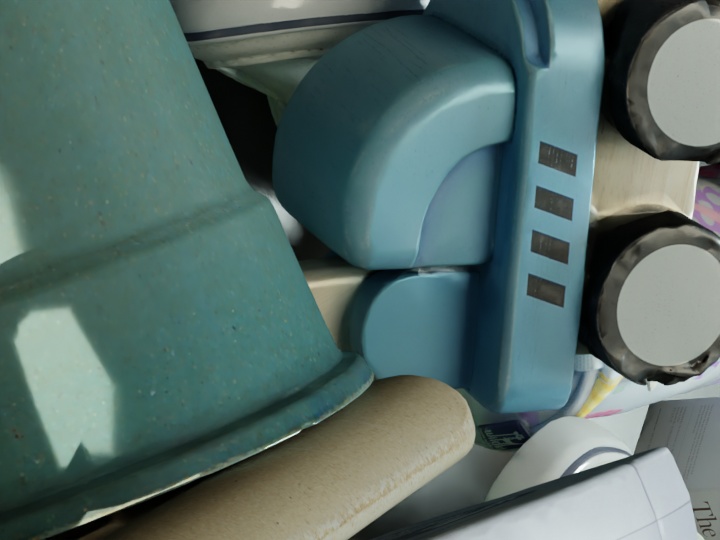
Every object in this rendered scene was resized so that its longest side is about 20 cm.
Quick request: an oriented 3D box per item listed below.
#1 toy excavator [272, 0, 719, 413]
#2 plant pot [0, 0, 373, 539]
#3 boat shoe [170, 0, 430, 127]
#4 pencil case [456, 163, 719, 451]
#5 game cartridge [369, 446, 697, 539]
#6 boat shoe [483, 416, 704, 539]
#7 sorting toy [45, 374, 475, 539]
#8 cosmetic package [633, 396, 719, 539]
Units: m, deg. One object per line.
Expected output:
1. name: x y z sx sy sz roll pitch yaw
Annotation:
1. toy excavator: 0.000 0.000 0.787 0.199 0.100 0.196 -1 108 -19
2. plant pot: -0.122 -0.036 0.644 0.200 0.199 0.197 -23 96 -47
3. boat shoe: 0.009 -0.053 0.877 0.201 0.074 0.087 -4 94 -58
4. pencil case: 0.105 0.005 0.960 0.199 0.090 0.084 -11 88 -49
5. game cartridge: -0.005 0.087 0.676 0.199 0.133 0.041 -13 80 -54
6. boat shoe: 0.093 0.115 0.912 0.072 0.066 0.200 -51 147 -16
7. sorting toy: -0.089 0.078 0.620 0.185 0.199 0.037 -26 99 -65
8. cosmetic package: 0.172 0.129 1.013 0.201 0.082 0.051 59 37 -34
